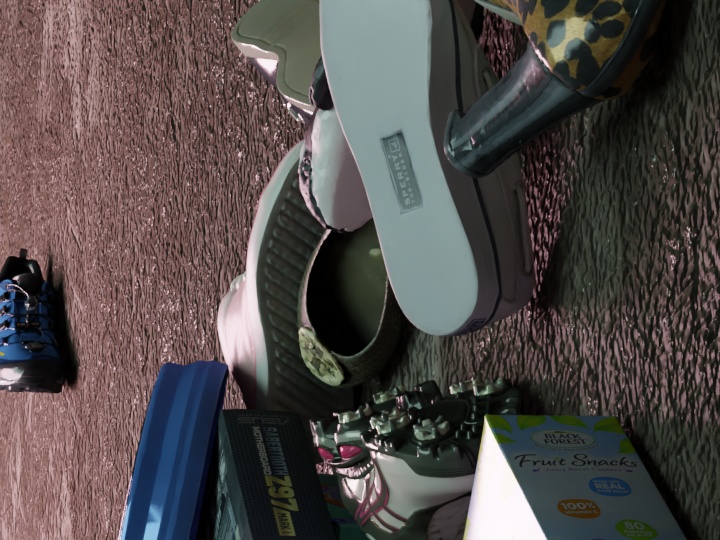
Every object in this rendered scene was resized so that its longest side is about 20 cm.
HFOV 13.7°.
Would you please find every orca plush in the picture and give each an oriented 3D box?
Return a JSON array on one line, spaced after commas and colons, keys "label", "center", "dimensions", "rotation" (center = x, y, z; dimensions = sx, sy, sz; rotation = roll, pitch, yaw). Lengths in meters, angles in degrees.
[{"label": "orca plush", "center": [0.008, -0.122, 1.451], "dimensions": [0.071, 0.105, 0.201], "rotation": [40, 128, 44]}]

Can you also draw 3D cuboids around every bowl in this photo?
[{"label": "bowl", "center": [-0.112, 0.147, 1.684], "dimensions": [0.201, 0.039, 0.201], "rotation": [-169, 90, -89]}]

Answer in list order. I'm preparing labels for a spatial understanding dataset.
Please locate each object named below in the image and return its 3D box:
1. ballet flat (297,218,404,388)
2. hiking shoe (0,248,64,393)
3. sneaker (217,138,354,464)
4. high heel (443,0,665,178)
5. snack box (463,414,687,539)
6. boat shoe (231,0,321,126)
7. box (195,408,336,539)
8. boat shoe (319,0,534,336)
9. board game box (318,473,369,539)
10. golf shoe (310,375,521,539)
[{"label": "ballet flat", "center": [0.000, 0.000, 1.561], "dimensions": [0.067, 0.046, 0.200], "rotation": [42, 142, 12]}, {"label": "hiking shoe", "center": [-0.297, 0.048, 2.599], "dimensions": [0.200, 0.074, 0.087], "rotation": [-131, 44, -68]}, {"label": "sneaker", "center": [-0.040, 0.001, 1.683], "dimensions": [0.105, 0.075, 0.201], "rotation": [-124, 35, -56]}, {"label": "high heel", "center": [0.090, -0.152, 1.302], "dimensions": [0.143, 0.071, 0.201], "rotation": [-35, 45, 51]}, {"label": "snack box", "center": [0.090, 0.179, 1.216], "dimensions": [0.200, 0.067, 0.169], "rotation": [-114, 30, -61]}, {"label": "boat shoe", "center": [-0.012, -0.109, 1.674], "dimensions": [0.063, 0.073, 0.200], "rotation": [52, 175, -25]}, {"label": "box", "center": [-0.058, 0.198, 1.599], "dimensions": [0.158, 0.051, 0.201], "rotation": [-108, 26, -59]}, {"label": "boat shoe", "center": [0.038, -0.072, 1.384], "dimensions": [0.072, 0.066, 0.201], "rotation": [-19, 86, 41]}, {"label": "board game box", "center": [-0.018, 0.221, 1.633], "dimensions": [0.152, 0.045, 0.201], "rotation": [-153, 66, -74]}, {"label": "golf shoe", "center": [0.039, 0.100, 1.436], "dimensions": [0.200, 0.077, 0.088], "rotation": [169, 83, -76]}]
